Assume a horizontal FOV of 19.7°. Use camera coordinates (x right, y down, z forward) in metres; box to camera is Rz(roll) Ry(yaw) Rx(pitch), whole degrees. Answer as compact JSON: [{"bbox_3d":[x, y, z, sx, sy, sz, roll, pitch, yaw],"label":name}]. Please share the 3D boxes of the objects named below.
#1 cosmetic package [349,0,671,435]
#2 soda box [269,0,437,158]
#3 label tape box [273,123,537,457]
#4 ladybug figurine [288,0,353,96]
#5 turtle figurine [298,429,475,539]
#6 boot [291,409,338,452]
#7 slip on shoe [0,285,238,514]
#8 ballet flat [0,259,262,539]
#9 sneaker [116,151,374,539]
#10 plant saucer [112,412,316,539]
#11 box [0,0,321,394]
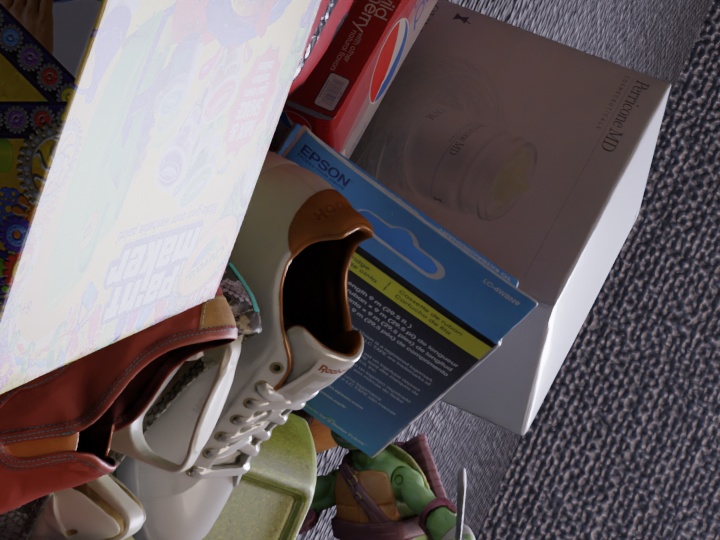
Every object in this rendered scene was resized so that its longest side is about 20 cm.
[{"bbox_3d":[0.050,-0.043,1.210,0.123,0.200,0.200,100,17,-49],"label":"cosmetic package"},{"bbox_3d":[0.002,-0.151,1.133,0.200,0.063,0.070,-61,167,-25],"label":"soda box"},{"bbox_3d":[0.000,0.000,1.064,0.066,0.143,0.200,-58,-174,-37],"label":"label tape box"},{"bbox_3d":[-0.037,-0.149,0.943,0.136,0.072,0.200,64,50,-75],"label":"ladybug figurine"},{"bbox_3d":[-0.001,0.186,1.230,0.200,0.143,0.194,-116,-167,-75],"label":"turtle figurine"},{"bbox_3d":[-0.002,0.075,1.327,0.188,0.069,0.200,-27,156,-9],"label":"boot"},{"bbox_3d":[-0.131,0.067,0.848,0.200,0.061,0.074,-43,170,3],"label":"slip on shoe"},{"bbox_3d":[-0.112,0.078,0.912,0.200,0.072,0.072,-51,171,12],"label":"ballet flat"},{"bbox_3d":[-0.052,0.052,0.955,0.073,0.085,0.200,-3,117,-52],"label":"sneaker"},{"bbox_3d":[-0.106,0.153,1.050,0.200,0.048,0.200,27,86,-51],"label":"plant saucer"},{"bbox_3d":[-0.102,-0.084,0.658,0.193,0.122,0.200,-69,168,14],"label":"box"}]
